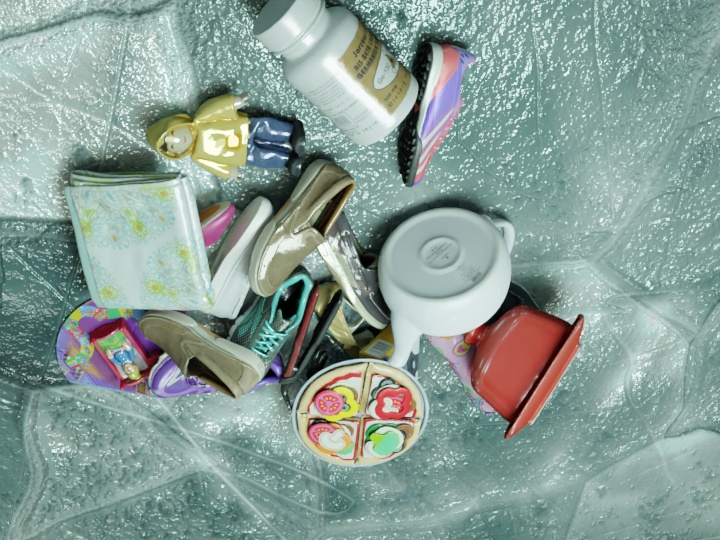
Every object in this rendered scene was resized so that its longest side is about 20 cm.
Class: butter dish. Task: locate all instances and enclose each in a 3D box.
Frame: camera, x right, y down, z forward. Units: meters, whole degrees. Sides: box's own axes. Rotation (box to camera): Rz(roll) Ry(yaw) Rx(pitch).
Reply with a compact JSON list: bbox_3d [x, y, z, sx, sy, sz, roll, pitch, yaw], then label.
[{"bbox_3d":[0.215,0.120,1.446,0.148,0.199,0.200,32,93,11],"label":"butter dish"}]

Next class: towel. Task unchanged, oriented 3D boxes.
[{"bbox_3d":[-0.289,-0.037,1.332,0.171,0.048,0.200,2,119,18],"label":"towel"}]

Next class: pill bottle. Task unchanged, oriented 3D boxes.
[{"bbox_3d":[-0.032,-0.258,1.256,0.114,0.114,0.200,-42,120,14],"label":"pill bottle"}]

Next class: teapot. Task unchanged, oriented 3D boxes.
[{"bbox_3d":[0.125,0.017,1.431,0.199,0.198,0.146,-8,142,9],"label":"teapot"}]

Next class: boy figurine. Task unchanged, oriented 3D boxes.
[{"bbox_3d":[-0.172,-0.173,1.310,0.199,0.064,0.125,5,122,-19],"label":"boy figurine"}]

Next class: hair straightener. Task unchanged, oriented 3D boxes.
[{"bbox_3d":[-0.061,0.116,1.451,0.077,0.041,0.200,16,108,-13],"label":"hair straightener"}]

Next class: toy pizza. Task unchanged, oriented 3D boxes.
[{"bbox_3d":[0.001,0.214,1.474,0.200,0.032,0.201,-2,121,-4],"label":"toy pizza"}]

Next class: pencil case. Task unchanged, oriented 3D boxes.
[{"bbox_3d":[0.167,0.132,1.556,0.087,0.088,0.200,-31,123,8],"label":"pencil case"}]

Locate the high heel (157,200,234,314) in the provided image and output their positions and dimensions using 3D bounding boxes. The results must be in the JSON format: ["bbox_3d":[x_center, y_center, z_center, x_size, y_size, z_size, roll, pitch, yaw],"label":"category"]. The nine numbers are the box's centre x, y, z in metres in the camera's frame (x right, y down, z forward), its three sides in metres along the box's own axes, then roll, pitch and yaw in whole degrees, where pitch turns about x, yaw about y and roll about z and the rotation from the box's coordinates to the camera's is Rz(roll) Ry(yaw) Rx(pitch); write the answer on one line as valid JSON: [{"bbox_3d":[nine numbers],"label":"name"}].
[{"bbox_3d":[-0.219,-0.010,1.391,0.200,0.067,0.096,-40,111,19],"label":"high heel"}]

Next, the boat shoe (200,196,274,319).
[{"bbox_3d":[-0.157,-0.011,1.403,0.068,0.072,0.200,22,114,-19],"label":"boat shoe"}]

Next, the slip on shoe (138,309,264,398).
[{"bbox_3d":[-0.228,0.115,1.390,0.200,0.061,0.076,25,143,16],"label":"slip on shoe"}]

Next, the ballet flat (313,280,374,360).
[{"bbox_3d":[-0.013,0.097,1.507,0.063,0.069,0.200,-32,123,0],"label":"ballet flat"}]

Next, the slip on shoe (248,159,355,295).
[{"bbox_3d":[-0.076,-0.051,1.351,0.200,0.061,0.076,-57,149,-8],"label":"slip on shoe"}]

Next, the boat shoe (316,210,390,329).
[{"bbox_3d":[0.000,0.000,1.448,0.065,0.072,0.200,-29,117,12],"label":"boat shoe"}]

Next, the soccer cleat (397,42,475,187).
[{"bbox_3d":[0.099,-0.200,1.350,0.073,0.068,0.200,2,118,-18],"label":"soccer cleat"}]

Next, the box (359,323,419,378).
[{"bbox_3d":[0.043,0.181,1.544,0.041,0.119,0.200,17,126,28],"label":"box"}]

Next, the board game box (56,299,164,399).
[{"bbox_3d":[-0.335,0.123,1.468,0.200,0.039,0.158,14,117,-20],"label":"board game box"}]

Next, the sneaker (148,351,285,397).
[{"bbox_3d":[-0.205,0.146,1.471,0.199,0.083,0.081,-11,121,-17],"label":"sneaker"}]

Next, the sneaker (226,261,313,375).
[{"bbox_3d":[-0.126,0.074,1.416,0.077,0.091,0.200,25,88,-19],"label":"sneaker"}]

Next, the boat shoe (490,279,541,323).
[{"bbox_3d":[0.245,0.081,1.553,0.075,0.062,0.200,-37,121,14],"label":"boat shoe"}]
